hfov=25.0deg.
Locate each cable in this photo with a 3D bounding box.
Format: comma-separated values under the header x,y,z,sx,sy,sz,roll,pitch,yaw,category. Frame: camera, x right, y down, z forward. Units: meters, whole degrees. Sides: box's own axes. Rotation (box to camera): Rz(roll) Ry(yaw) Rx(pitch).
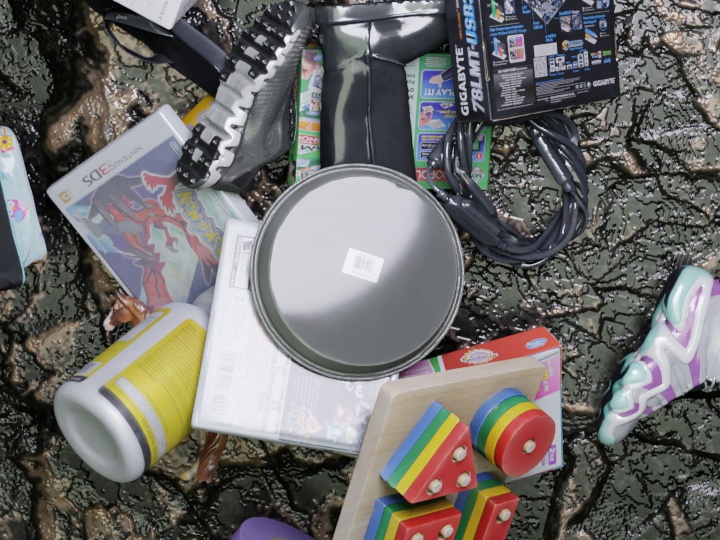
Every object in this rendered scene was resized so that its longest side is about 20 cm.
x,y,z,sx,sy,sz,roll,pitch,yaw,category
0.151,-0.094,1.574,0.200,0.051,0.163,36,71,-33,cable

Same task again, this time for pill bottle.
x,y,z,sx,sy,sz,roll,pitch,yaw,category
-0.184,0.101,1.537,0.200,0.112,0.112,-40,96,-34,pill bottle

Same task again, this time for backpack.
x,y,z,sx,sy,sz,roll,pitch,yaw,category
-0.413,-0.054,1.594,0.200,0.153,0.176,-5,104,43,backpack

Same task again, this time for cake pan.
x,y,z,sx,sy,sz,roll,pitch,yaw,category
0.000,0.000,1.479,0.200,0.037,0.200,1,86,-8,cake pan

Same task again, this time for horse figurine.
x,y,z,sx,sy,sz,roll,pitch,yaw,category
-0.196,0.127,1.641,0.200,0.050,0.133,38,109,23,horse figurine

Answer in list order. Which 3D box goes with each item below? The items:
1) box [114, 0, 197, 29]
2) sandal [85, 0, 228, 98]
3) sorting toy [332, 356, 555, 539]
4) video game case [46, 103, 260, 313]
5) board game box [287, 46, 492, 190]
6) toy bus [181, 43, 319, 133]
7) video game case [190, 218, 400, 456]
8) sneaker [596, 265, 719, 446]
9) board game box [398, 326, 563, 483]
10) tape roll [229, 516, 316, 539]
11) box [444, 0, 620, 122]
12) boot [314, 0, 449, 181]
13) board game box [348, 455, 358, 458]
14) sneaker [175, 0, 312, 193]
x,y,z,sx,sy,sz,roll,pitch,yaw,category
-0.240,-0.311,1.547,0.200,0.144,0.036,29,121,-2,box
-0.201,-0.227,1.563,0.200,0.076,0.043,36,65,24,sandal
0.087,0.192,1.504,0.070,0.200,0.199,38,122,39,sorting toy
-0.191,-0.042,1.602,0.182,0.023,0.200,-29,104,36,video game case
0.031,-0.146,1.574,0.200,0.029,0.135,0,104,-18,board game box
-0.115,-0.153,1.605,0.200,0.065,0.078,-43,93,11,toy bus
-0.051,0.063,1.505,0.182,0.023,0.200,10,75,-4,video game case
0.331,0.109,1.608,0.140,0.078,0.200,28,101,0,sneaker
0.100,0.151,1.591,0.200,0.040,0.153,-14,123,-15,board game box
-0.063,0.342,1.618,0.200,0.200,0.085,38,100,-3,tape roll
0.160,-0.247,1.510,0.050,0.200,0.199,1,102,46,box
0.041,-0.152,1.525,0.165,0.066,0.200,-5,102,-8,boot
-0.041,0.075,1.643,0.153,0.040,0.200,16,101,1,board game box
-0.091,-0.156,1.517,0.090,0.066,0.200,20,103,-44,sneaker
